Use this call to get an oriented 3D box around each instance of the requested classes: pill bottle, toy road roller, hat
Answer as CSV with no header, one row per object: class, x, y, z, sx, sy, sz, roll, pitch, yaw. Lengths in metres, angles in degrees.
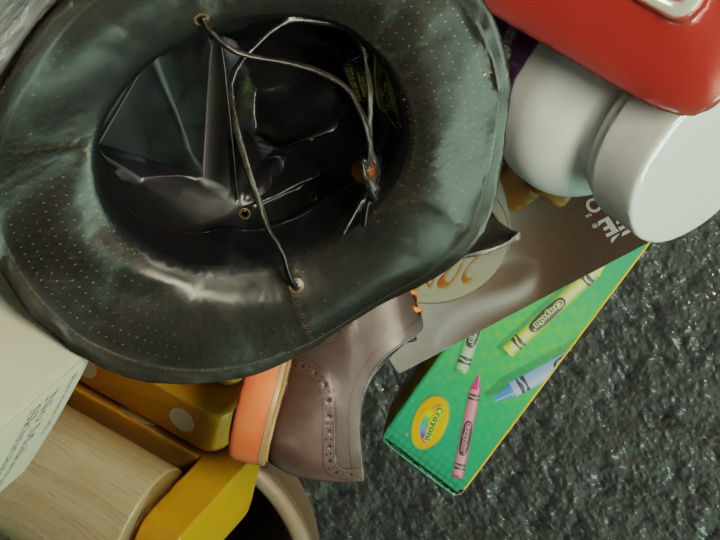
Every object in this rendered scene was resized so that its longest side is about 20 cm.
pill bottle,0.083,-0.104,0.948,0.112,0.200,0.113,-29,144,-24
toy road roller,-0.098,0.047,1.076,0.200,0.122,0.147,-48,159,-45
hat,-0.047,-0.059,0.801,0.201,0.200,0.081,-54,-148,21

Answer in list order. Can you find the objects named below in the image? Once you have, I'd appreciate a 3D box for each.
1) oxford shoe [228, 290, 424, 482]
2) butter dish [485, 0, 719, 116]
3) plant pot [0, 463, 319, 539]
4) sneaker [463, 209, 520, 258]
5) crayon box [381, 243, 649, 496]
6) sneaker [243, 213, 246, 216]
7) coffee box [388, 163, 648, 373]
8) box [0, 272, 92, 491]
oxford shoe,0.000,0.000,1.011,0.071,0.072,0.202,34,72,-86
butter dish,0.102,-0.199,0.849,0.201,0.198,0.148,-58,-171,20
plant pot,-0.117,0.142,1.264,0.201,0.199,0.175,-54,-169,19
sneaker,0.006,-0.066,0.920,0.103,0.060,0.201,-19,-145,12
crayon box,0.094,0.022,1.243,0.201,0.058,0.119,-54,-179,10
sneaker,-0.088,-0.017,0.945,0.090,0.078,0.200,-41,171,6
coffee box,0.075,-0.052,1.080,0.199,0.115,0.080,-27,-158,18
box,-0.181,0.075,0.757,0.082,0.068,0.200,-56,173,37
